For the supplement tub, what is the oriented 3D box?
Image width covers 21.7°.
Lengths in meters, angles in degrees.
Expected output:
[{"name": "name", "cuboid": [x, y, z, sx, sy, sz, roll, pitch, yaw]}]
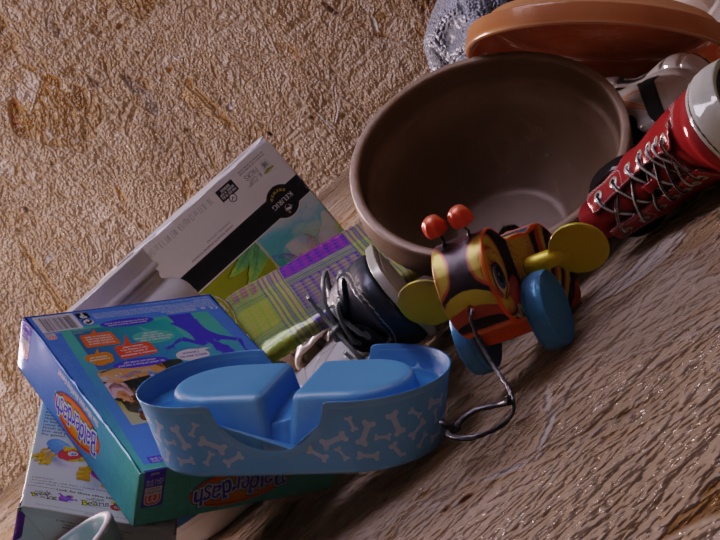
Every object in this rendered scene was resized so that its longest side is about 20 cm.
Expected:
[{"name": "supplement tub", "cuboid": [-0.152, 0.098, 1.463, 0.144, 0.200, 0.145, -40, 6, 5]}]

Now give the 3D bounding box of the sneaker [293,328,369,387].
[{"name": "sneaker", "cuboid": [0.009, 0.070, 1.381, 0.099, 0.075, 0.200, -12, 26, 41]}]

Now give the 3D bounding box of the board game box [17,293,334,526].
[{"name": "board game box", "cuboid": [-0.127, 0.089, 1.280, 0.151, 0.045, 0.200, -6, 31, -31]}]

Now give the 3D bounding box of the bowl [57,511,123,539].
[{"name": "bowl", "cuboid": [-0.189, 0.247, 1.098, 0.200, 0.105, 0.201, -40, 7, 6]}]

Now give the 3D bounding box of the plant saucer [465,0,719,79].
[{"name": "plant saucer", "cuboid": [0.176, -0.167, 1.365, 0.200, 0.198, 0.033, 158, 116, -72]}]

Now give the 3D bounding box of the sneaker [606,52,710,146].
[{"name": "sneaker", "cuboid": [0.187, -0.100, 1.374, 0.080, 0.074, 0.200, -45, 7, -23]}]

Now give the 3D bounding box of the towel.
[{"name": "towel", "cuboid": [0.000, 0.000, 1.421, 0.199, 0.023, 0.144, -28, 22, -6]}]

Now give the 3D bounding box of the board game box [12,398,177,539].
[{"name": "board game box", "cuboid": [-0.181, 0.159, 1.292, 0.200, 0.104, 0.104, -96, 18, -65]}]

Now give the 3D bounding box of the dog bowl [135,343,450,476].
[{"name": "dog bowl", "cuboid": [-0.039, 0.087, 1.151, 0.198, 0.050, 0.111, -3, 15, 17]}]

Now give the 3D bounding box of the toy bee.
[{"name": "toy bee", "cuboid": [0.083, 0.004, 1.096, 0.130, 0.110, 0.200, -24, 11, 4]}]

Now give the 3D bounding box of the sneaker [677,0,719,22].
[{"name": "sneaker", "cuboid": [0.302, -0.227, 1.368, 0.199, 0.116, 0.074, -34, 7, 39]}]

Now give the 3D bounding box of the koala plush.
[{"name": "koala plush", "cuboid": [0.165, -0.231, 2.074, 0.177, 0.184, 0.200, -40, 18, 3]}]

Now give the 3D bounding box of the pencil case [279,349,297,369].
[{"name": "pencil case", "cuboid": [-0.077, 0.079, 1.673, 0.078, 0.090, 0.200, -36, 7, 40]}]

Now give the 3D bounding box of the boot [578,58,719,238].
[{"name": "boot", "cuboid": [0.186, -0.059, 1.125, 0.144, 0.073, 0.200, -39, -2, 18]}]

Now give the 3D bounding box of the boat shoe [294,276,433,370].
[{"name": "boat shoe", "cuboid": [0.021, 0.035, 1.506, 0.199, 0.071, 0.070, -35, 21, 40]}]

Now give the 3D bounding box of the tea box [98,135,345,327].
[{"name": "tea box", "cuboid": [-0.115, 0.015, 1.833, 0.200, 0.197, 0.134, -43, 6, -17]}]

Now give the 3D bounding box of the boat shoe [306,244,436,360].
[{"name": "boat shoe", "cuboid": [0.005, 0.025, 1.248, 0.062, 0.075, 0.200, -33, 3, -1]}]

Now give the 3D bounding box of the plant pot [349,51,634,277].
[{"name": "plant pot", "cuboid": [0.098, -0.054, 1.316, 0.199, 0.093, 0.202, -11, 46, 11]}]
